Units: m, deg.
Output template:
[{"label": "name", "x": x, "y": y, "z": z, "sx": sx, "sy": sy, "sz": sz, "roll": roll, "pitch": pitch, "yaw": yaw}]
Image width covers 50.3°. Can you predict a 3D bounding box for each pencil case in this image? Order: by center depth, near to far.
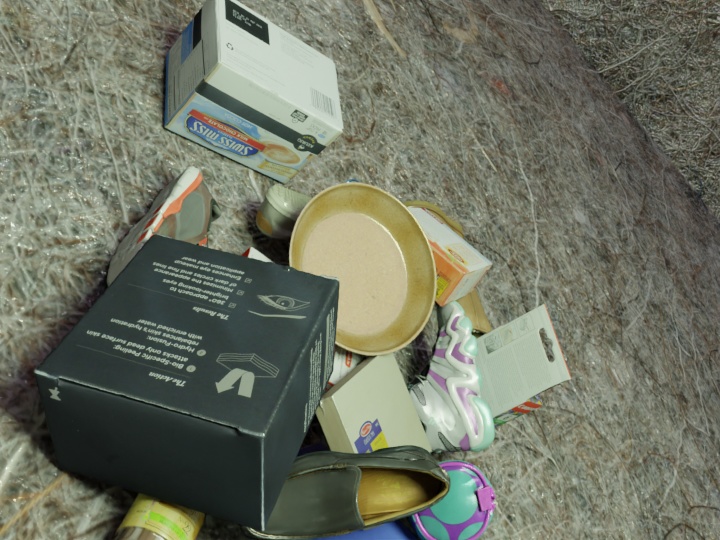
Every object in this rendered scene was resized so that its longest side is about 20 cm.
[{"label": "pencil case", "x": 0.095, "y": 0.254, "z": 0.832, "sx": 0.200, "sy": 0.090, "sz": 0.088, "roll": 81, "pitch": 13, "yaw": -74}]

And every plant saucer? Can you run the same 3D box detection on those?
[{"label": "plant saucer", "x": 0.000, "y": 0.000, "z": 0.899, "sx": 0.195, "sy": 0.035, "sz": 0.206, "roll": 9, "pitch": 71, "yaw": -27}]

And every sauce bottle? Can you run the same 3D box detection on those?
[{"label": "sauce bottle", "x": -0.156, "y": 0.185, "z": 0.695, "sx": 0.065, "sy": 0.064, "sz": 0.202, "roll": 42, "pitch": 37, "yaw": -17}]

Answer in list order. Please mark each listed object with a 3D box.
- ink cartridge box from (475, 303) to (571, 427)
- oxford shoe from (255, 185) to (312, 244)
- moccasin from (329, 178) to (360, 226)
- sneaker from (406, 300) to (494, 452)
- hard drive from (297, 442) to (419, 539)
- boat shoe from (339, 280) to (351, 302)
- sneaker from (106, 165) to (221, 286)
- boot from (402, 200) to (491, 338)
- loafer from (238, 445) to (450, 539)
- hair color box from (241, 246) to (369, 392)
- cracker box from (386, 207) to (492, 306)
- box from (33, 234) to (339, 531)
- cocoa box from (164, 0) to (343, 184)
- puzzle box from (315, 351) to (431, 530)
[{"label": "ink cartridge box", "x": 0.190, "y": 0.140, "z": 1.026, "sx": 0.050, "sy": 0.198, "sz": 0.111, "roll": 20, "pitch": 47, "yaw": -45}, {"label": "oxford shoe", "x": -0.073, "y": -0.059, "z": 1.006, "sx": 0.075, "sy": 0.058, "sz": 0.199, "roll": 47, "pitch": 14, "yaw": 25}, {"label": "moccasin", "x": -0.003, "y": -0.082, "z": 1.018, "sx": 0.081, "sy": 0.068, "sz": 0.199, "roll": 49, "pitch": 14, "yaw": 10}, {"label": "sneaker", "x": 0.086, "y": 0.138, "z": 0.991, "sx": 0.136, "sy": 0.078, "sz": 0.205, "roll": -9, "pitch": 62, "yaw": -4}, {"label": "hard drive", "x": -0.015, "y": 0.255, "z": 0.752, "sx": 0.199, "sy": 0.026, "sz": 0.131, "roll": 38, "pitch": 22, "yaw": 28}, {"label": "boat shoe", "x": -0.003, "y": -0.003, "z": 0.989, "sx": 0.073, "sy": 0.066, "sz": 0.200, "roll": 37, "pitch": 17, "yaw": 6}, {"label": "sneaker", "x": -0.196, "y": -0.034, "z": 0.820, "sx": 0.082, "sy": 0.076, "sz": 0.202, "roll": 47, "pitch": 36, "yaw": -21}, {"label": "boot", "x": 0.128, "y": 0.004, "z": 1.183, "sx": 0.173, "sy": 0.066, "sz": 0.205, "roll": 18, "pitch": 51, "yaw": -40}, {"label": "loafer", "x": -0.013, "y": 0.198, "z": 0.685, "sx": 0.195, "sy": 0.072, "sz": 0.075, "roll": -12, "pitch": 87, "yaw": -16}, {"label": "hair color box", "x": -0.075, "y": 0.079, "z": 0.880, "sx": 0.198, "sy": 0.064, "sz": 0.113, "roll": 36, "pitch": 37, "yaw": -24}, {"label": "cracker box", "x": 0.098, "y": -0.024, "z": 1.043, "sx": 0.133, "sy": 0.058, "sz": 0.199, "roll": 40, "pitch": 16, "yaw": 13}, {"label": "box", "x": -0.138, "y": 0.087, "z": 0.674, "sx": 0.191, "sy": 0.120, "sz": 0.202, "roll": 13, "pitch": 37, "yaw": 10}, {"label": "cocoa box", "x": -0.139, "y": -0.230, "z": 0.994, "sx": 0.197, "sy": 0.130, "sz": 0.136, "roll": 22, "pitch": 47, "yaw": -38}, {"label": "puzzle box", "x": 0.019, "y": 0.169, "z": 0.823, "sx": 0.136, "sy": 0.025, "sz": 0.199, "roll": 68, "pitch": 21, "yaw": 0}]
